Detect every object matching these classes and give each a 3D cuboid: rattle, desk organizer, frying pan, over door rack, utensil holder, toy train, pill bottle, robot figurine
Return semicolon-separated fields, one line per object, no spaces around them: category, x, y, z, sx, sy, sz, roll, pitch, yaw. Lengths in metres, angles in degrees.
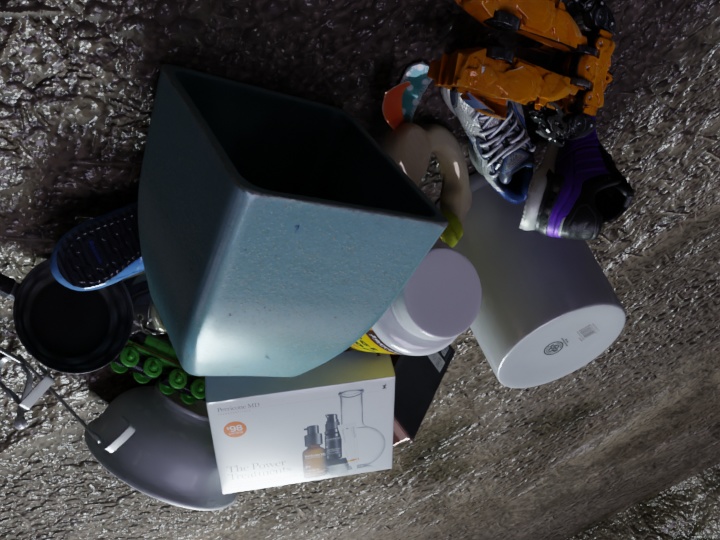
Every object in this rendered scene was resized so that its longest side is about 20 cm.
rattle;0.027;-0.112;0.839;0.131;0.142;0.201;-51;132;-14
desk organizer;0.048;0.144;1.061;0.077;0.072;0.200;-32;-169;33
frying pan;-0.307;0.041;0.778;0.187;0.117;0.031;3;164;-33
over door rack;-0.335;0.112;0.788;0.067;0.198;0.148;-60;151;-16
utensil holder;0.184;0.008;0.947;0.167;0.202;0.171;-15;147;-10
toy train;-0.194;0.120;0.949;0.198;0.057;0.042;31;145;-26
pill bottle;0.034;0.025;0.793;0.107;0.112;0.199;-8;179;-22
robot figurine;0.154;-0.194;0.741;0.197;0.058;0.148;7;98;-38

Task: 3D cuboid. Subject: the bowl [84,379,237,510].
bowl;-0.221;0.194;0.998;0.200;0.200;0.091;24;95;-48

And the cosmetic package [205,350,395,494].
cosmetic package;-0.062;0.164;0.899;0.196;0.052;0.153;-7;127;-8

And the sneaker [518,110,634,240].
sneaker;0.232;-0.093;0.847;0.098;0.201;0.070;17;135;16

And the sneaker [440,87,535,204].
sneaker;0.141;-0.138;0.822;0.076;0.086;0.200;-28;146;8

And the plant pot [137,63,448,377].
plant pot;-0.085;-0.022;0.701;0.194;0.196;0.202;6;123;-37

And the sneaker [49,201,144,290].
sneaker;-0.197;-0.038;0.787;0.198;0.067;0.078;-23;-171;-22

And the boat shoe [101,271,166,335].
boat shoe;-0.213;0.032;0.855;0.199;0.067;0.072;-30;147;9
